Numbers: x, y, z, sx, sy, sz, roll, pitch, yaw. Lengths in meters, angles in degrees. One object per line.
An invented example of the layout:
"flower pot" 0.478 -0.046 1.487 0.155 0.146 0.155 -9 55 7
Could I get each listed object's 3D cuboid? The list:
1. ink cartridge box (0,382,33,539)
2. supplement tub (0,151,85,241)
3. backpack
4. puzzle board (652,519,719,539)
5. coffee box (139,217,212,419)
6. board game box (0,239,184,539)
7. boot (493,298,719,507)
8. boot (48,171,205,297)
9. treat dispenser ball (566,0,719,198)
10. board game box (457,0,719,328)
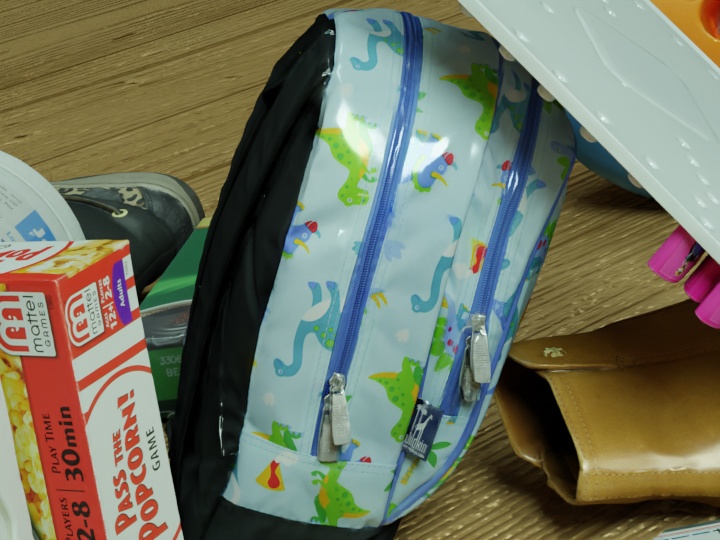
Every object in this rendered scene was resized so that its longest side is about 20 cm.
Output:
"ink cartridge box" -0.216 0.095 0.762 0.199 0.146 0.084 -3 18 21
"supplement tub" -0.205 0.030 1.000 0.131 0.132 0.200 -5 18 14
"backpack" 0.000 0.000 0.868 0.153 0.201 0.163 2 16 0
"puzzle board" 0.181 0.102 0.753 0.199 0.017 0.151 -10 17 -4
"coffee box" -0.038 0.014 1.113 0.122 0.044 0.200 -7 16 12
"board game box" -0.160 0.066 0.820 0.199 0.152 0.046 0 18 30
"boot" 0.119 0.030 0.909 0.143 0.071 0.201 -1 24 -9
"boot" -0.189 0.006 1.179 0.199 0.073 0.151 -5 19 11
"treat dispenser ball" 0.179 -0.136 1.222 0.200 0.202 0.201 -8 17 3
"board game box" 0.096 -0.063 0.839 0.026 0.200 0.200 -48 -15 20
